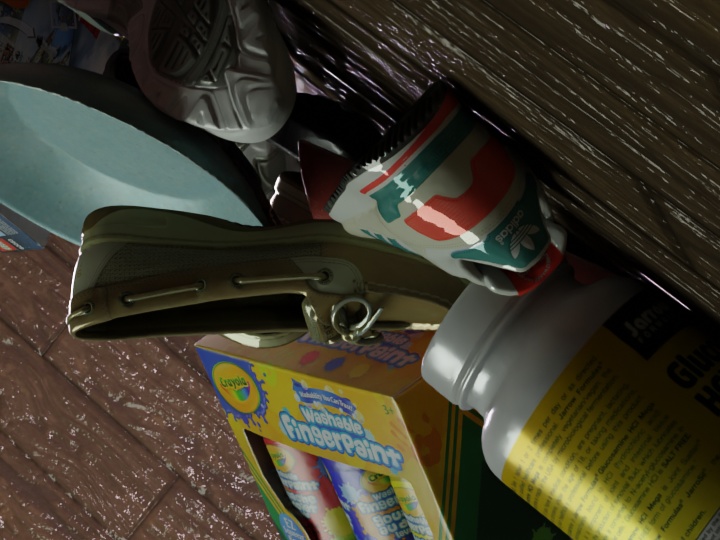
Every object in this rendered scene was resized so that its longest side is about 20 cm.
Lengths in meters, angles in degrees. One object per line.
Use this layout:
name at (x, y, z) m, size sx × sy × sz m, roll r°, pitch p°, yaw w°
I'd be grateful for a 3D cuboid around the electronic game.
electronic game at (-0.015, -0.073, 1.465) m, size 0.199 × 0.042 × 0.200 m, roll 32°, pitch -179°, yaw -1°

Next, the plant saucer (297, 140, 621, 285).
plant saucer at (0.074, 0.016, 1.359) m, size 0.199 × 0.037 × 0.200 m, roll 23°, pitch 170°, yaw 29°

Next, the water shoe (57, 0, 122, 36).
water shoe at (-0.173, -0.189, 1.381) m, size 0.079 × 0.072 × 0.200 m, roll 43°, pitch 179°, yaw 34°

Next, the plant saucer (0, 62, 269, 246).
plant saucer at (-0.127, -0.057, 1.322) m, size 0.200 × 0.039 × 0.201 m, roll 21°, pitch 161°, yaw 8°

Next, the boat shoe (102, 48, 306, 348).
boat shoe at (-0.092, -0.041, 1.420) m, size 0.200 × 0.073 × 0.065 m, roll 48°, pitch 154°, yaw 29°

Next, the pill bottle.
pill bottle at (0.129, 0.076, 1.185) m, size 0.200 × 0.113 × 0.112 m, roll 38°, pitch 178°, yaw 15°

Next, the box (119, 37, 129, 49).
box at (-0.175, -0.180, 1.577) m, size 0.200 × 0.075 × 0.050 m, roll 41°, pitch 175°, yaw -15°

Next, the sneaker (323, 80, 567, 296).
sneaker at (0.041, -0.023, 1.155) m, size 0.093 × 0.070 × 0.200 m, roll 45°, pitch 175°, yaw 1°

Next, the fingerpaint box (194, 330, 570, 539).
fingerpaint box at (0.013, 0.107, 1.440) m, size 0.200 × 0.073 × 0.168 m, roll 12°, pitch 130°, yaw 54°

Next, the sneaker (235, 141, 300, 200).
sneaker at (-0.042, -0.026, 1.612) m, size 0.099 × 0.078 × 0.201 m, roll 19°, pitch -122°, yaw -49°

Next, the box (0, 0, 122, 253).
box at (-0.201, -0.131, 1.462) m, size 0.038 × 0.201 × 0.137 m, roll -5°, pitch 147°, yaw 40°

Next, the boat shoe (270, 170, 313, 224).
boat shoe at (0.000, 0.000, 1.509) m, size 0.074 × 0.067 × 0.200 m, roll 32°, pitch 180°, yaw 32°

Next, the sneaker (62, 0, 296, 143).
sneaker at (-0.072, -0.118, 1.301) m, size 0.099 × 0.078 × 0.200 m, roll 31°, pitch -168°, yaw -42°

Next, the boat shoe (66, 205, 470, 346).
boat shoe at (-0.042, 0.013, 1.266) m, size 0.199 × 0.064 × 0.073 m, roll 7°, pitch 158°, yaw 5°
